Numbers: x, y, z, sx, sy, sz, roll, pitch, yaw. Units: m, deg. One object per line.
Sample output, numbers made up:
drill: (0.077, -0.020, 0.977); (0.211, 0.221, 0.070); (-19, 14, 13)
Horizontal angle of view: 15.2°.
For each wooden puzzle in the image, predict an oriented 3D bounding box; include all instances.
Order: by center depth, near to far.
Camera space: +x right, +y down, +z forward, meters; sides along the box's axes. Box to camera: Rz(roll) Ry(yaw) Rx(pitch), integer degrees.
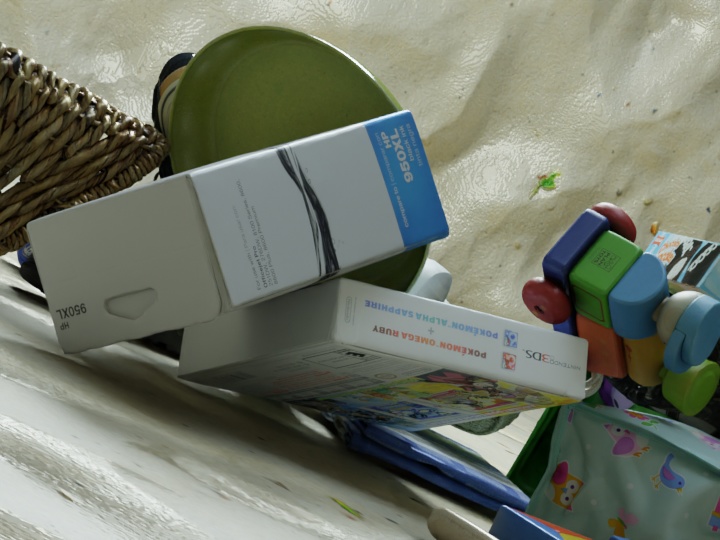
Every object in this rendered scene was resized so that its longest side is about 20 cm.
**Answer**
wooden puzzle: (0.160, 0.186, 1.506); (0.200, 0.046, 0.185); (25, 2, -40)

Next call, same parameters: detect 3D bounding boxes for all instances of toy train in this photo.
toy train: (0.178, 0.055, 1.714); (0.116, 0.085, 0.200); (31, -24, 28)

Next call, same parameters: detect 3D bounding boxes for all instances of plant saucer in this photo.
plant saucer: (-0.032, -0.063, 1.685); (0.200, 0.200, 0.031); (27, 38, 23)

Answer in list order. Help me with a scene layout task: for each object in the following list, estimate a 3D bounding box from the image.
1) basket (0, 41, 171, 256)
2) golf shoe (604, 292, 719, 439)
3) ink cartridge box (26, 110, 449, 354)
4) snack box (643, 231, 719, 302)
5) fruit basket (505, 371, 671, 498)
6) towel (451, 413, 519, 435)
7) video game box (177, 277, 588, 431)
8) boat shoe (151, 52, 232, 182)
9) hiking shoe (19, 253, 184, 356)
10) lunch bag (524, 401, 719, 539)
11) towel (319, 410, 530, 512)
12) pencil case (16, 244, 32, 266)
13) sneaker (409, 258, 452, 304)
basket: (-0.234, -0.069, 1.756); (0.149, 0.143, 0.200); (29, 0, -25)
golf shoe: (0.235, 0.079, 1.796); (0.200, 0.078, 0.094); (36, 0, 40)
ink cartridge box: (-0.070, -0.023, 1.572); (0.145, 0.084, 0.200); (-15, 3, 41)
snack box: (0.255, 0.024, 1.786); (0.116, 0.037, 0.200); (35, -1, -7)
fruit basket: (0.198, 0.137, 1.905); (0.155, 0.216, 0.216); (26, 2, 0)
towel: (0.043, 0.065, 1.962); (0.200, 0.036, 0.148); (16, 20, 25)
video game box: (0.012, 0.055, 1.684); (0.182, 0.047, 0.200); (17, -17, -29)
boat shoe: (-0.099, -0.060, 1.800); (0.062, 0.075, 0.200); (-114, -169, -49)
hiking shoe: (-0.138, -0.003, 1.860); (0.076, 0.101, 0.200); (28, 3, 40)
lunch bag: (0.216, 0.167, 1.710); (0.200, 0.122, 0.170); (21, -1, 15)
towel: (0.040, 0.127, 1.891); (0.147, 0.024, 0.200); (25, 2, -12)
pencil case: (-0.154, -0.003, 1.975); (0.200, 0.078, 0.087); (25, -27, -25)
sneaker: (0.000, 0.000, 1.832); (0.116, 0.074, 0.200); (42, -5, 6)
